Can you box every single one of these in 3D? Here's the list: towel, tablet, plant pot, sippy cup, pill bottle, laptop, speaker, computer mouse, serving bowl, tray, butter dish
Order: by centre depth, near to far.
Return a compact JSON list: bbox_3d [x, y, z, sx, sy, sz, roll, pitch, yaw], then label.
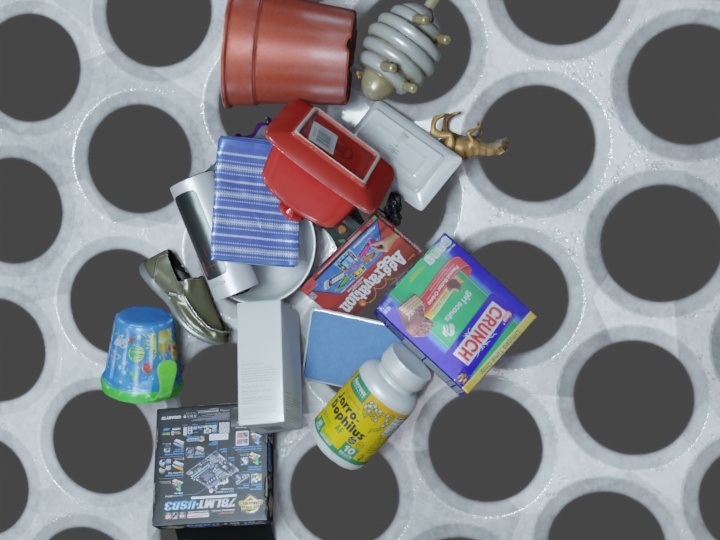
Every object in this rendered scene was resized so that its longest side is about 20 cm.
[{"bbox_3d":[-0.071,-0.136,1.576,0.199,0.200,0.148,37,118,-6],"label":"butter dish"},{"bbox_3d":[-0.108,-0.345,1.656,0.194,0.201,0.202,7,95,1],"label":"plant pot"},{"bbox_3d":[-0.161,-0.109,1.657,0.144,0.024,0.202,5,82,-19],"label":"towel"},{"bbox_3d":[0.058,-0.189,1.666,0.200,0.022,0.108,40,90,30],"label":"tray"},{"bbox_3d":[-0.232,-0.054,1.679,0.081,0.081,0.201,-21,92,11],"label":"speaker"},{"bbox_3d":[0.020,0.216,1.693,0.113,0.113,0.200,43,108,5],"label":"pill bottle"},{"bbox_3d":[-0.009,-0.146,1.697,0.200,0.110,0.044,36,84,14],"label":"computer mouse"},{"bbox_3d":[0.005,0.140,1.741,0.199,0.014,0.131,11,108,8],"label":"tablet"},{"bbox_3d":[-0.360,0.134,1.742,0.177,0.140,0.131,13,110,18],"label":"sippy cup"},{"bbox_3d":[-0.165,-0.045,1.742,0.199,0.066,0.202,1,94,10],"label":"serving bowl"},{"bbox_3d":[-0.234,0.374,1.814,0.176,0.103,0.201,-1,69,10],"label":"laptop"}]

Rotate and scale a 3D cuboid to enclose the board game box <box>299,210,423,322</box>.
[{"bbox_3d":[0.000,0.000,1.690,0.103,0.019,0.200,38,123,-12],"label":"board game box"}]

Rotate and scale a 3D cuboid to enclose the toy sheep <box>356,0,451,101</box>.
[{"bbox_3d":[0.069,-0.351,1.646,0.138,0.138,0.200,38,88,5],"label":"toy sheep"}]

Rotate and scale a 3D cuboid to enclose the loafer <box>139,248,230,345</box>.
[{"bbox_3d":[-0.287,0.043,1.765,0.200,0.075,0.070,45,104,4],"label":"loafer"}]

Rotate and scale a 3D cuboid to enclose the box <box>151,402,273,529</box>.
[{"bbox_3d":[-0.245,0.325,1.753,0.198,0.050,0.200,-6,69,8],"label":"box"}]

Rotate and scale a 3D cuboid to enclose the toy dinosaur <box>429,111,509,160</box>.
[{"bbox_3d":[0.138,-0.196,1.680,0.199,0.060,0.107,-13,93,11],"label":"toy dinosaur"}]

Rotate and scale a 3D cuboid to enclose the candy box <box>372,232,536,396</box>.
[{"bbox_3d":[0.148,0.072,1.670,0.200,0.077,0.169,42,82,3],"label":"candy box"}]

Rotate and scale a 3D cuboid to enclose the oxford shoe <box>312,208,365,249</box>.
[{"bbox_3d":[-0.012,-0.069,1.710,0.072,0.085,0.200,-28,110,26],"label":"oxford shoe"}]

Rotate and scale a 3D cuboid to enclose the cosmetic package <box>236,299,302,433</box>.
[{"bbox_3d":[-0.147,0.156,1.704,0.081,0.113,0.201,-7,73,11],"label":"cosmetic package"}]

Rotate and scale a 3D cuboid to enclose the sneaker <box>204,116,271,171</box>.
[{"bbox_3d":[-0.214,-0.174,1.754,0.199,0.074,0.088,-29,58,16],"label":"sneaker"}]
